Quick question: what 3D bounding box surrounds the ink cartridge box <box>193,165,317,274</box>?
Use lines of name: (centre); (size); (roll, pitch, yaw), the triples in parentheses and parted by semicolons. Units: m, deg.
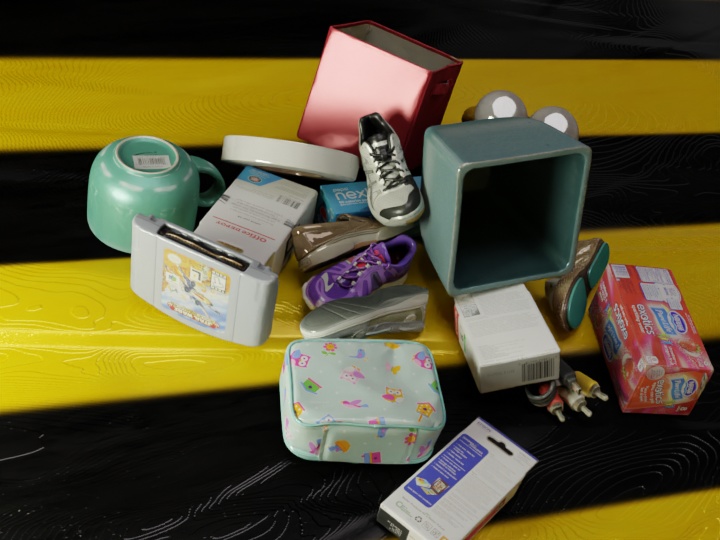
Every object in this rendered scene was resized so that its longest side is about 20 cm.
ink cartridge box: (-0.150, -0.053, 1.582); (0.115, 0.067, 0.200); (21, 40, 9)

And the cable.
cable: (0.241, 0.129, 1.531); (0.096, 0.051, 0.200); (-21, 37, -13)

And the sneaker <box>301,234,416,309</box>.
sneaker: (0.000, 0.000, 1.546); (0.081, 0.084, 0.199); (45, 48, 14)

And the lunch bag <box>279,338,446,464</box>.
lunch bag: (0.003, 0.153, 1.385); (0.198, 0.078, 0.161); (4, 40, -13)

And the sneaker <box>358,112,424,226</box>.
sneaker: (0.031, -0.143, 1.593); (0.075, 0.088, 0.201); (-21, 43, -1)

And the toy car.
toy car: (0.244, -0.179, 1.799); (0.198, 0.175, 0.151); (18, 74, 3)

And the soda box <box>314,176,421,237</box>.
soda box: (0.037, -0.090, 1.685); (0.198, 0.065, 0.068); (-8, 45, -24)

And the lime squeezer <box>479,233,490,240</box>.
lime squeezer: (0.205, -0.029, 1.661); (0.199, 0.038, 0.071); (-19, 67, -28)

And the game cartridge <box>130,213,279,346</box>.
game cartridge: (-0.200, 0.018, 1.435); (0.198, 0.134, 0.042); (23, 40, 11)

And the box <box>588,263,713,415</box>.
box: (0.391, 0.092, 1.557); (0.099, 0.096, 0.201); (4, 41, -11)

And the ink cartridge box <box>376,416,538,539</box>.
ink cartridge box: (0.116, 0.256, 1.334); (0.094, 0.037, 0.200); (34, 46, 23)

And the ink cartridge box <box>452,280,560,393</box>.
ink cartridge box: (0.185, 0.074, 1.529); (0.108, 0.051, 0.201); (-10, 35, -6)

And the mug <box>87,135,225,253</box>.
mug: (-0.290, -0.122, 1.583); (0.151, 0.115, 0.185); (26, 42, 14)

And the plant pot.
plant pot: (0.175, -0.112, 1.579); (0.194, 0.197, 0.200); (-9, 33, -18)

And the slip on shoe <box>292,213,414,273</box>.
slip on shoe: (-0.010, -0.053, 1.596); (0.199, 0.076, 0.061); (-20, 82, -31)

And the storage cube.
storage cube: (0.030, -0.266, 1.764); (0.199, 0.181, 0.171); (25, 22, 14)

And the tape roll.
tape roll: (-0.102, -0.161, 1.656); (0.201, 0.037, 0.203); (9, 0, 0)

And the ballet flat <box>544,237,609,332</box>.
ballet flat: (0.303, 0.021, 1.649); (0.065, 0.071, 0.200); (4, 33, 29)

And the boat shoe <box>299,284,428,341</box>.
boat shoe: (0.009, 0.068, 1.481); (0.201, 0.065, 0.074); (-16, 20, -41)
